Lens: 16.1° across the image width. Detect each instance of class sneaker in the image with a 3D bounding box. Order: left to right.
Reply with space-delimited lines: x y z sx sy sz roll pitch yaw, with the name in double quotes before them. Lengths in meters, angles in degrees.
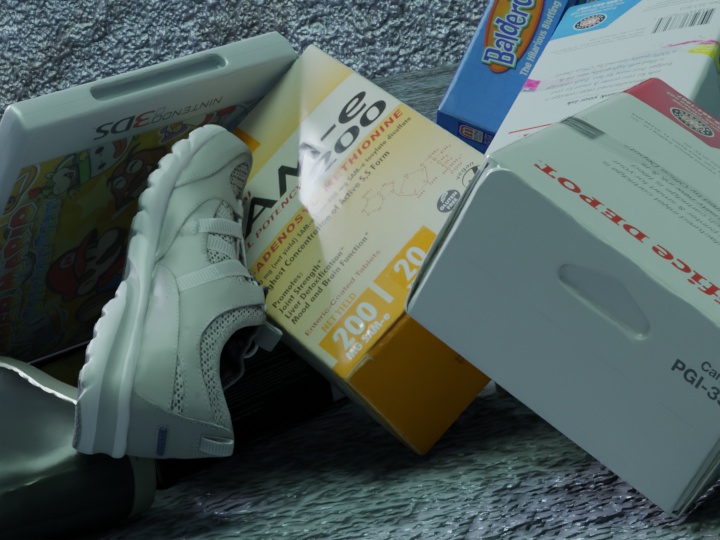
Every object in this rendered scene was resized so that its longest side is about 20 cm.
"sneaker" -0.194 0.090 1.214 0.106 0.075 0.199 -15 10 -36
"sneaker" -0.074 0.016 1.192 0.081 0.075 0.201 15 49 0

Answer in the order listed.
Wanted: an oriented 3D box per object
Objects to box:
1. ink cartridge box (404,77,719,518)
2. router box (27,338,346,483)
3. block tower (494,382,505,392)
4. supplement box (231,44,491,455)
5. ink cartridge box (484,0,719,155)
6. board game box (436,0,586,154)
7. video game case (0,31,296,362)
"ink cartridge box" 0.128 0.004 1.073 0.146 0.083 0.200 37 27 14
"router box" -0.100 0.060 1.356 0.157 0.053 0.200 -5 11 40
"block tower" 0.136 0.010 1.348 0.054 0.058 0.200 -7 11 33
"supplement box" 0.002 -0.015 1.245 0.126 0.074 0.200 -48 39 -4
"ink cartridge box" 0.141 -0.072 1.335 0.115 0.068 0.200 -9 31 31
"board game box" 0.086 -0.096 1.503 0.045 0.153 0.200 21 -26 9
"video game case" -0.135 -0.027 1.309 0.181 0.023 0.200 -21 -30 -43
